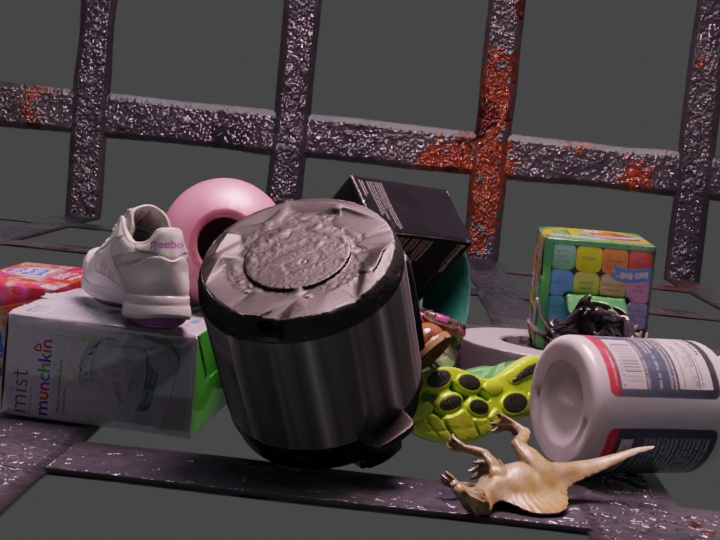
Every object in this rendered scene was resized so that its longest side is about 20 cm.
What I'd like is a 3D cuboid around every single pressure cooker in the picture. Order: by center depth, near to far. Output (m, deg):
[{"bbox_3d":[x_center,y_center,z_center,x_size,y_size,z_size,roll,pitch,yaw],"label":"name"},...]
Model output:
[{"bbox_3d":[-0.038,0.064,1.111,0.176,0.202,0.177,-3,36,10],"label":"pressure cooker"}]

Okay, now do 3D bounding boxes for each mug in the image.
[{"bbox_3d":[0.062,0.045,1.708,0.113,0.187,0.152,6,29,27],"label":"mug"}]

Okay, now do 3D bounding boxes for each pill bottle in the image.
[{"bbox_3d":[0.263,0.121,1.201,0.197,0.121,0.119,4,6,-23],"label":"pill bottle"}]

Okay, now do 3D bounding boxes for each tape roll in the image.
[{"bbox_3d":[0.202,0.112,1.491,0.197,0.067,0.200,6,5,-1],"label":"tape roll"}]

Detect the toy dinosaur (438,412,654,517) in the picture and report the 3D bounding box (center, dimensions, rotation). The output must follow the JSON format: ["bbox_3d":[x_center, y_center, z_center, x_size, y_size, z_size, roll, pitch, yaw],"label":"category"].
[{"bbox_3d":[0.133,0.164,1.071,0.198,0.059,0.101,-8,28,-35],"label":"toy dinosaur"}]

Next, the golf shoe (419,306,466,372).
[{"bbox_3d":[0.063,0.096,1.407,0.072,0.093,0.200,19,-8,5],"label":"golf shoe"}]

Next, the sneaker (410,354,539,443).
[{"bbox_3d":[0.104,0.130,1.290,0.198,0.075,0.083,-4,-16,-40],"label":"sneaker"}]

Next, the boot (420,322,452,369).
[{"bbox_3d":[-0.001,0.035,1.258,0.076,0.157,0.200,-27,-2,-23],"label":"boot"}]

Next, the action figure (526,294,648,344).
[{"bbox_3d":[0.254,0.098,1.322,0.198,0.120,0.102,21,42,6],"label":"action figure"}]

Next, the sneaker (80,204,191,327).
[{"bbox_3d":[-0.194,-0.011,1.192,0.074,0.101,0.199,0,8,-29],"label":"sneaker"}]

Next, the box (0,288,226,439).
[{"bbox_3d":[-0.215,0.078,1.246,0.174,0.098,0.200,6,6,5],"label":"box"}]

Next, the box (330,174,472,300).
[{"bbox_3d":[0.000,0.000,1.406,0.140,0.200,0.079,8,46,-40],"label":"box"}]

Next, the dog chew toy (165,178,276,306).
[{"bbox_3d":[-0.135,-0.025,1.320,0.123,0.126,0.200,5,1,-6],"label":"dog chew toy"}]

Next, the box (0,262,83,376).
[{"bbox_3d":[-0.338,0.050,1.400,0.098,0.097,0.200,5,6,5],"label":"box"}]

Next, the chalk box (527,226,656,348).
[{"bbox_3d":[0.253,0.023,1.473,0.123,0.126,0.200,6,6,3],"label":"chalk box"}]
